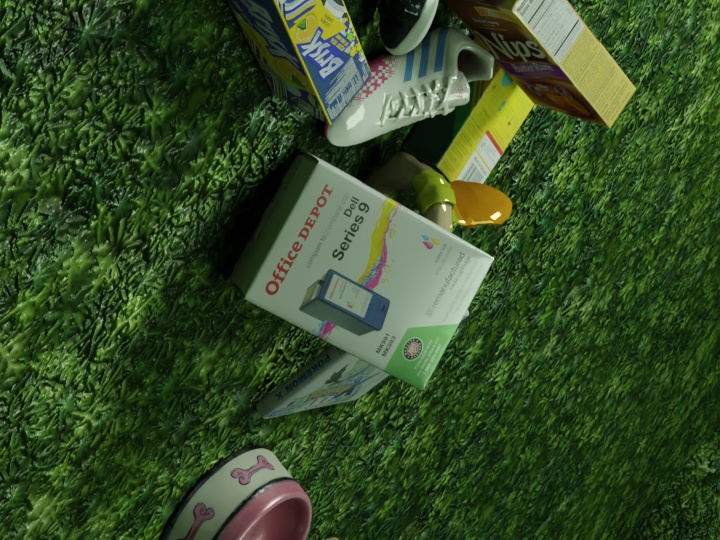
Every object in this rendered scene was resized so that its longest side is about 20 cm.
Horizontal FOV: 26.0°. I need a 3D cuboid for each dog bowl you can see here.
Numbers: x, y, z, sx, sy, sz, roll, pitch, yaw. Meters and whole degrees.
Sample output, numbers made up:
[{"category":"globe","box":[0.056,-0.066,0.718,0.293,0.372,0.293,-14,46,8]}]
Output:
[{"category":"dog bowl","box":[-0.131,0.293,1.682,0.200,0.074,0.201,-41,149,-33]}]

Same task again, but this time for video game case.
[{"category":"video game case","box":[0.005,0.095,1.681,0.182,0.022,0.200,-39,163,25]}]

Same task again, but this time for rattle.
[{"category":"rattle","box":[0.045,-0.014,1.605,0.143,0.130,0.201,0,119,-62]}]

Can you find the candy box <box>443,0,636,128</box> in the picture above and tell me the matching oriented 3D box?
[{"category":"candy box","box":[0.175,-0.229,1.551,0.057,0.116,0.200,-54,131,-8]}]

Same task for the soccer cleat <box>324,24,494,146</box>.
[{"category":"soccer cleat","box":[0.051,-0.173,1.495,0.200,0.086,0.070,-40,149,-34]}]

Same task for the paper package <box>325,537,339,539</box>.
[{"category":"paper package","box":[-0.021,0.429,1.878,0.190,0.200,0.104,-1,118,-60]}]

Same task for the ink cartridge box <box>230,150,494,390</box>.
[{"category":"ink cartridge box","box":[0.000,0.000,1.458,0.146,0.199,0.087,-60,-164,2]}]

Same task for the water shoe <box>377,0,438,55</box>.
[{"category":"water shoe","box":[0.032,-0.287,1.386,0.079,0.072,0.201,-4,127,-27]}]

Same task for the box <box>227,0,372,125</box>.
[{"category":"box","box":[-0.055,-0.207,1.285,0.064,0.070,0.200,-53,154,-15]}]

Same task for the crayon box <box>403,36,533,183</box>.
[{"category":"crayon box","box":[0.135,-0.181,1.678,0.200,0.051,0.127,-56,154,-5]}]
